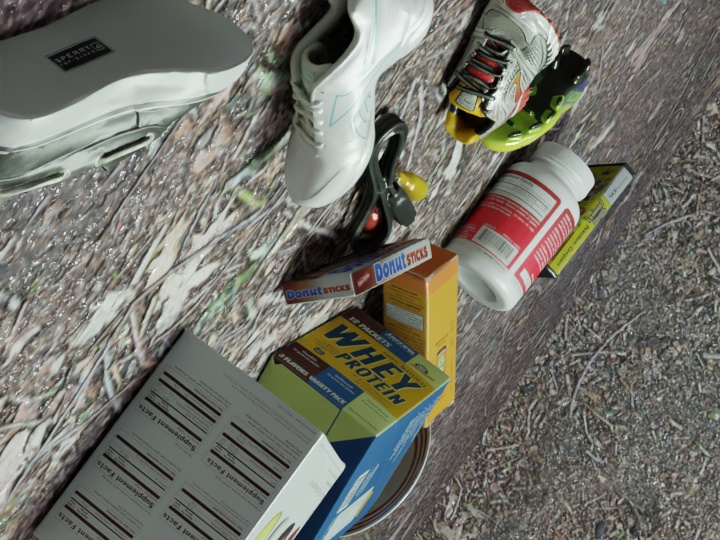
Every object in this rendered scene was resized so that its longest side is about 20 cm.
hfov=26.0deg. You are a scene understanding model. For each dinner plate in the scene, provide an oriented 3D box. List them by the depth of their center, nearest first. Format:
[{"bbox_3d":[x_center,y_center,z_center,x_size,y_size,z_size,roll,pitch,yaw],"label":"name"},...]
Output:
[{"bbox_3d":[0.001,0.222,1.803,0.201,0.199,0.024,-52,130,-10],"label":"dinner plate"}]

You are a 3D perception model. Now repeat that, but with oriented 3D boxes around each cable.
[{"bbox_3d":[0.012,-0.080,1.418,0.097,0.050,0.200,-36,153,-4],"label":"cable"}]

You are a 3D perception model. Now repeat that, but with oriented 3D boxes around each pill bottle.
[{"bbox_3d":[0.199,-0.058,1.927,0.201,0.112,0.112,-50,167,-15],"label":"pill bottle"}]

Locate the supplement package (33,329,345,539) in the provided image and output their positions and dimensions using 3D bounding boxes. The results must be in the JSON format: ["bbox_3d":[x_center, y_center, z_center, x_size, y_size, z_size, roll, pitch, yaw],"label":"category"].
[{"bbox_3d":[-0.133,0.188,1.294,0.201,0.146,0.191,-53,167,-8],"label":"supplement package"}]

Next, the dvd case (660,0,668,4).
[{"bbox_3d":[0.457,-0.458,2.037,0.201,0.022,0.146,-51,167,-10],"label":"dvd case"}]

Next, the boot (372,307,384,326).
[{"bbox_3d":[0.035,0.091,1.828,0.200,0.064,0.187,-51,154,-29],"label":"boot"}]

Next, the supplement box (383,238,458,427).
[{"bbox_3d":[0.066,0.071,1.729,0.066,0.068,0.202,-36,134,-43],"label":"supplement box"}]

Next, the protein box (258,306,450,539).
[{"bbox_3d":[-0.038,0.176,1.626,0.200,0.134,0.200,-60,166,24],"label":"protein box"}]

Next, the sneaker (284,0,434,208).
[{"bbox_3d":[-0.022,-0.129,1.091,0.080,0.070,0.202,-16,140,-45],"label":"sneaker"}]

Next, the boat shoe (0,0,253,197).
[{"bbox_3d":[-0.133,-0.087,0.780,0.199,0.071,0.064,-26,150,-48],"label":"boat shoe"}]

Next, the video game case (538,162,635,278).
[{"bbox_3d":[0.248,-0.066,2.049,0.181,0.026,0.199,-51,-160,-16],"label":"video game case"}]

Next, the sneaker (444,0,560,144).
[{"bbox_3d":[0.125,-0.181,1.431,0.082,0.078,0.201,-46,165,-25],"label":"sneaker"}]

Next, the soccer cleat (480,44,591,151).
[{"bbox_3d":[0.189,-0.173,1.710,0.200,0.064,0.084,-44,166,-41],"label":"soccer cleat"}]

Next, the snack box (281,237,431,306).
[{"bbox_3d":[0.000,0.000,1.466,0.200,0.071,0.025,-25,106,-65],"label":"snack box"}]
